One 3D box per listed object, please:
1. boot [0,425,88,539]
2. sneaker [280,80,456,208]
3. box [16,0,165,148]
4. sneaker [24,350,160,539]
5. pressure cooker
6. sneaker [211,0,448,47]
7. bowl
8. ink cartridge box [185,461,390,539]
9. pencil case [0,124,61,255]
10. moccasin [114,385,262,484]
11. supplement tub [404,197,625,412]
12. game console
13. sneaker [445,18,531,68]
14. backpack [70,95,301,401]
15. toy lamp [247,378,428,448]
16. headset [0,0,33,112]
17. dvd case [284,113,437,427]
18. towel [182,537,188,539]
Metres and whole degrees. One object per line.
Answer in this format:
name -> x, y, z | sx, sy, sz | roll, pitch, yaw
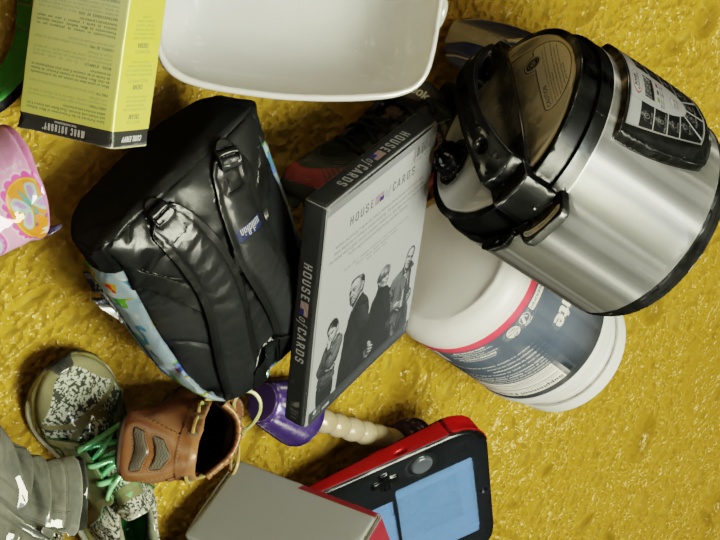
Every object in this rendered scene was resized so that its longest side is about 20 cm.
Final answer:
boot -> -0.247, 0.126, 1.196 | 0.130, 0.068, 0.201 | 13, 81, -37
sneaker -> 0.019, -0.099, 1.354 | 0.200, 0.071, 0.098 | -16, 123, -38
box -> -0.164, -0.182, 1.109 | 0.050, 0.075, 0.201 | -18, 118, -66
sneaker -> -0.182, 0.145, 1.292 | 0.077, 0.088, 0.201 | -34, 132, -23
pressure cooker -> 0.150, -0.077, 1.292 | 0.200, 0.176, 0.179 | 31, 79, -25
sneaker -> -0.029, -0.179, 1.257 | 0.199, 0.081, 0.077 | -27, 130, -28
bowl -> -0.046, -0.216, 1.173 | 0.199, 0.075, 0.201 | 3, 98, -14
ink cartridge box -> -0.039, 0.265, 1.431 | 0.083, 0.145, 0.201 | -54, 144, -31
pencil case -> -0.293, -0.022, 1.102 | 0.199, 0.087, 0.088 | -28, 130, -30
moccasin -> -0.117, 0.121, 1.298 | 0.201, 0.077, 0.074 | 22, 76, -80
supplement tub -> 0.125, 0.028, 1.471 | 0.200, 0.140, 0.141 | 35, 88, -47
game console -> 0.033, 0.218, 1.524 | 0.176, 0.031, 0.201 | -26, 141, -14
sneaker -> 0.147, -0.133, 1.444 | 0.199, 0.080, 0.116 | 9, 104, -47
backpack -> -0.114, -0.003, 1.248 | 0.163, 0.153, 0.200 | -47, 123, -23
toy lamp -> -0.017, 0.130, 1.462 | 0.200, 0.058, 0.058 | 24, 96, -49
headset -> -0.260, -0.140, 1.057 | 0.200, 0.094, 0.124 | -19, 125, -48
dvd case -> 0.000, 0.000, 1.294 | 0.150, 0.025, 0.201 | -41, 147, -45
towel -> -0.174, 0.292, 1.372 | 0.200, 0.022, 0.147 | -22, 131, -65
